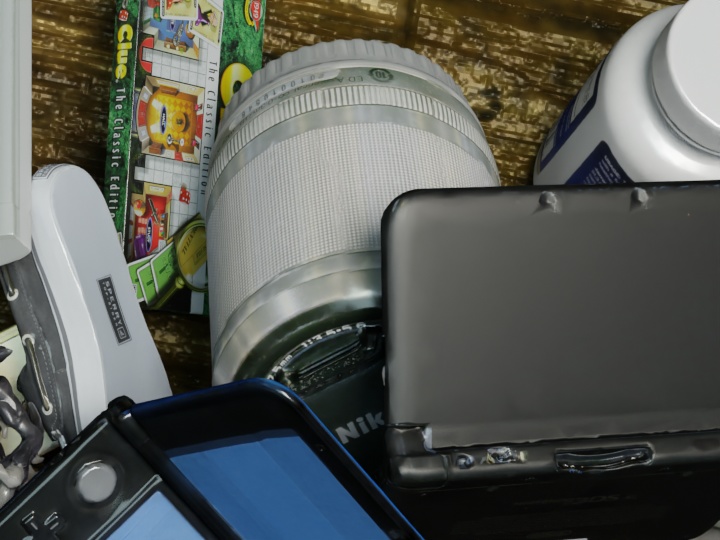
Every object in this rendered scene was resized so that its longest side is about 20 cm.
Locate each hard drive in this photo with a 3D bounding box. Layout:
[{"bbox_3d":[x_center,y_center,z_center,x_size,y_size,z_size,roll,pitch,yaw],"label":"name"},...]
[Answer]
[{"bbox_3d":[-0.232,-0.079,1.072,0.131,0.026,0.201,-18,56,18],"label":"hard drive"}]

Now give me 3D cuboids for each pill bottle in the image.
[{"bbox_3d":[0.169,-0.073,1.087,0.110,0.200,0.112,3,73,-10],"label":"pill bottle"}]

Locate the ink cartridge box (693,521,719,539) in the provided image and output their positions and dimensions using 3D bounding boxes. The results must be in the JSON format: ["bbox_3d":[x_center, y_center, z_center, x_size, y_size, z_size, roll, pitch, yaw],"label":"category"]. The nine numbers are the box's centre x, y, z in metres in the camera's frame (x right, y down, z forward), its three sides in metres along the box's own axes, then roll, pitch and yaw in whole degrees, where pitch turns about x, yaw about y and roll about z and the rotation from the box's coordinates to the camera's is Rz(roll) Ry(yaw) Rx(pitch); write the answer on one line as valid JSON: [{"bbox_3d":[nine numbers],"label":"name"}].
[{"bbox_3d":[0.233,0.089,1.136,0.199,0.115,0.068,-31,89,-7],"label":"ink cartridge box"}]

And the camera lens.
[{"bbox_3d":[0.000,0.000,1.054,0.158,0.161,0.201,-1,46,-6],"label":"camera lens"}]

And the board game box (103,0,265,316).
[{"bbox_3d":[-0.097,-0.077,1.126,0.023,0.104,0.202,1,86,35],"label":"board game box"}]

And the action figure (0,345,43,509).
[{"bbox_3d":[-0.200,0.114,1.015,0.118,0.102,0.201,-27,91,28],"label":"action figure"}]

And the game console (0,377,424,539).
[{"bbox_3d":[-0.058,0.160,0.952,0.171,0.118,0.200,-44,113,-8],"label":"game console"}]

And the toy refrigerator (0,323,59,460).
[{"bbox_3d":[-0.221,0.086,1.111,0.199,0.076,0.070,-27,89,-6],"label":"toy refrigerator"}]

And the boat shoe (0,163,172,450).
[{"bbox_3d":[-0.149,0.049,1.052,0.066,0.070,0.202,-16,92,28],"label":"boat shoe"}]

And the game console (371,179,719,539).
[{"bbox_3d":[0.093,0.052,0.972,0.198,0.176,0.117,-2,62,-16],"label":"game console"}]
